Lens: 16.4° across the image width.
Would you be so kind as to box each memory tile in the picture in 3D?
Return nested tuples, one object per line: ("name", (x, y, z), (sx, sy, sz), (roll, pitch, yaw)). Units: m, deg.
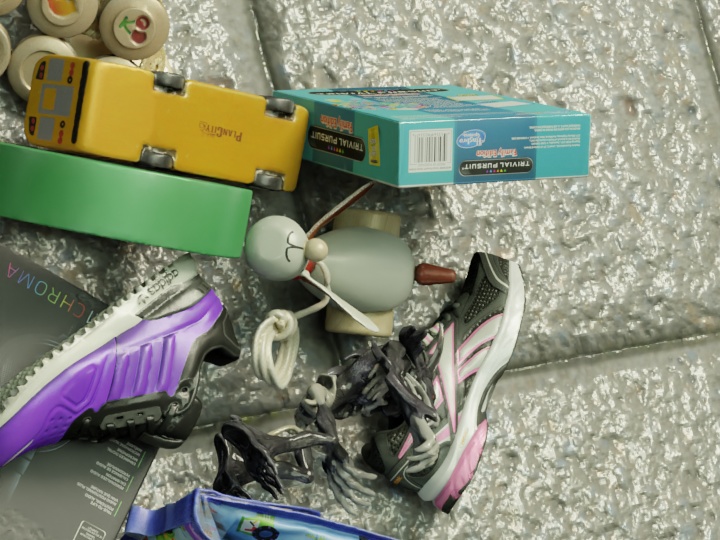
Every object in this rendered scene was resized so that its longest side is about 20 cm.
("memory tile", (-0.195, -0.206, 1.716), (0.153, 0.017, 0.200), (18, 108, -12))

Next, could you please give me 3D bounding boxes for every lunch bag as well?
("lunch bag", (-0.068, 0.206, 1.654), (0.200, 0.151, 0.094), (25, 65, -18))

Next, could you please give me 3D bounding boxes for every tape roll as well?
("tape roll", (-0.173, -0.049, 1.651), (0.200, 0.200, 0.048), (11, 91, -23))

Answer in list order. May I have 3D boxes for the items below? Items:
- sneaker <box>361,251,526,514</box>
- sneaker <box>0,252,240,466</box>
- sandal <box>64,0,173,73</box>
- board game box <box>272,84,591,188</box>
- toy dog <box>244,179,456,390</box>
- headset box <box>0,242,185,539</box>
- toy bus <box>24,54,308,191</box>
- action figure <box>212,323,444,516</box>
("sneaker", (0.058, 0.068, 1.802), (0.086, 0.080, 0.200), (21, 60, -7))
("sneaker", (-0.153, 0.080, 1.590), (0.200, 0.070, 0.100), (-39, 95, -28))
("sandal", (-0.176, -0.193, 1.765), (0.078, 0.070, 0.212), (-23, 86, -35))
("board game box", (0.047, -0.097, 1.774), (0.151, 0.200, 0.047), (-4, 101, -26))
("toy dog", (0.000, 0.000, 1.734), (0.200, 0.096, 0.132), (-36, 123, -64))
("headset box", (-0.231, 0.110, 1.637), (0.174, 0.093, 0.200), (32, 64, -13))
("toy bus", (-0.128, -0.099, 1.717), (0.200, 0.078, 0.065), (9, 90, -47))
("action figure", (-0.004, 0.109, 1.688), (0.200, 0.119, 0.102), (-24, 75, -35))
